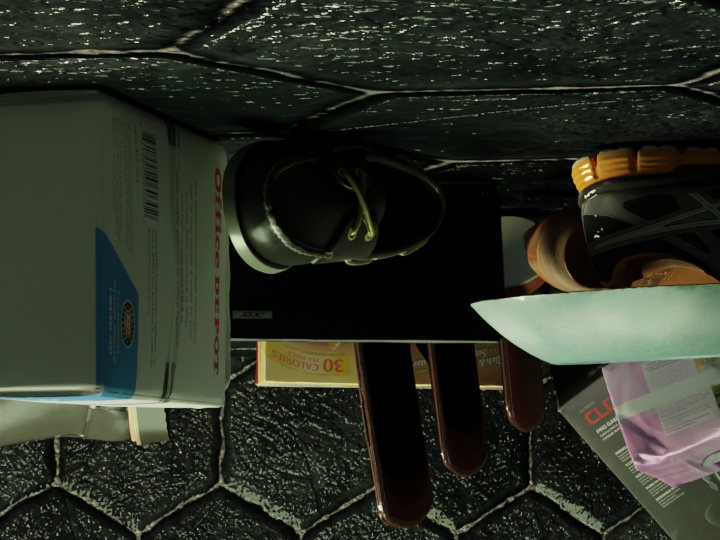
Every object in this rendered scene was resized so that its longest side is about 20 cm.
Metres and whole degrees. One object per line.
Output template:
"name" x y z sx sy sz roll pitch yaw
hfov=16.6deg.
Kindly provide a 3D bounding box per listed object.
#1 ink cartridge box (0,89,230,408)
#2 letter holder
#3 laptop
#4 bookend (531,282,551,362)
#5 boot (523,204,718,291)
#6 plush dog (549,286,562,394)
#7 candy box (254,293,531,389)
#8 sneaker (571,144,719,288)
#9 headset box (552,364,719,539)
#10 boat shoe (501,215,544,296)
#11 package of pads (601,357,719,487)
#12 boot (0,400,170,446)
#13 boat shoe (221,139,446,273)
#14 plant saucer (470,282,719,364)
"ink cartridge box" -0.134 -0.004 1.268 0.085 0.148 0.200 -2 175 13
"letter holder" 0.066 0.095 1.639 0.100 0.143 0.200 -7 176 10
"laptop" 0.000 0.000 1.562 0.176 0.104 0.200 1 175 -1
"bookend" 0.161 0.034 1.992 0.198 0.093 0.199 4 175 -35
"boot" 0.201 -0.024 1.536 0.198 0.074 0.155 -1 -177 -6
"plush dog" 0.214 0.034 1.715 0.170 0.201 0.161 7 -158 4
"candy box" 0.024 0.028 1.799 0.198 0.116 0.055 2 176 -11
"sneaker" 0.215 -0.030 1.354 0.199 0.078 0.078 -3 173 23
"headset box" 0.231 0.089 1.606 0.149 0.200 0.077 -37 -163 14
"boat shoe" 0.040 -0.006 1.717 0.199 0.072 0.063 -5 177 13
"package of pads" 0.254 0.061 1.480 0.199 0.076 0.120 -23 161 15
"boot" -0.196 0.037 1.519 0.137 0.201 0.078 -7 -145 -1
"boat shoe" -0.013 -0.038 1.348 0.060 0.072 0.201 -6 180 22
"plant saucer" 0.161 0.031 1.368 0.199 0.039 0.201 -3 176 0
